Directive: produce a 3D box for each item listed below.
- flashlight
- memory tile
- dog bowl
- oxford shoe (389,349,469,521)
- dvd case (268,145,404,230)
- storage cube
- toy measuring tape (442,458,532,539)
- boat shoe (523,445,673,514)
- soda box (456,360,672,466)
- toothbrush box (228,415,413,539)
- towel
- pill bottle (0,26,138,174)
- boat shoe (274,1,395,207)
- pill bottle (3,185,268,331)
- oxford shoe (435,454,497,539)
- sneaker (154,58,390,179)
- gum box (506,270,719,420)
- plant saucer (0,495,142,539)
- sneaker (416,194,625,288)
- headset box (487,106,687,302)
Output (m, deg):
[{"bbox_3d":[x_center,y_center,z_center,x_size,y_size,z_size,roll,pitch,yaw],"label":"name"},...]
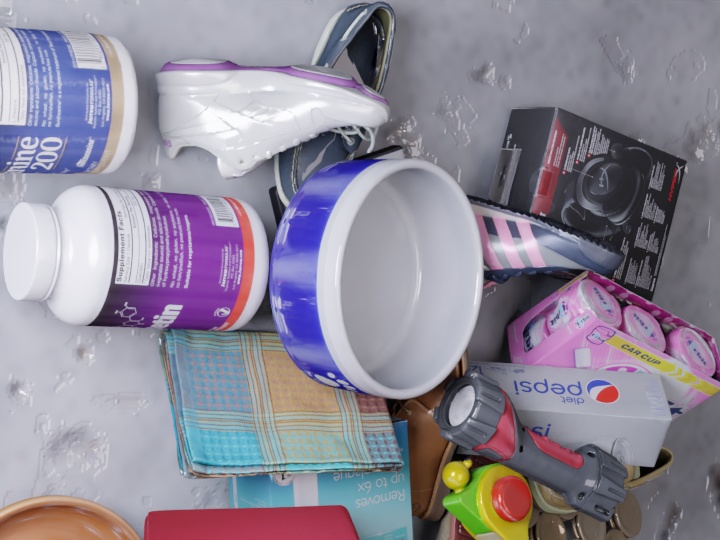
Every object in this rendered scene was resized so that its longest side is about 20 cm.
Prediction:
[{"bbox_3d":[0.160,0.158,1.423,0.199,0.068,0.068,27,108,-29],"label":"flashlight"},{"bbox_3d":[0.213,0.240,1.563,0.200,0.017,0.154,49,45,-26],"label":"memory tile"},{"bbox_3d":[0.017,0.006,1.327,0.199,0.078,0.201,-6,97,-49],"label":"dog bowl"},{"bbox_3d":[0.056,0.135,1.449,0.071,0.071,0.201,8,98,-17],"label":"oxford shoe"},{"bbox_3d":[0.000,0.000,1.437,0.142,0.018,0.201,-21,106,-30],"label":"dvd case"},{"bbox_3d":[-0.087,0.292,1.242,0.199,0.180,0.172,-1,97,-7],"label":"storage cube"},{"bbox_3d":[0.150,0.238,1.453,0.200,0.073,0.074,44,72,-18],"label":"toy measuring tape"},{"bbox_3d":[0.240,0.192,1.540,0.199,0.076,0.072,-8,82,-50],"label":"boat shoe"},{"bbox_3d":[0.189,0.137,1.487,0.199,0.064,0.069,5,129,-9],"label":"soda box"},{"bbox_3d":[-0.034,0.236,1.399,0.146,0.085,0.201,-7,99,-31],"label":"toothbrush box"},{"bbox_3d":[-0.068,0.111,1.340,0.199,0.022,0.147,2,51,-24],"label":"towel"},{"bbox_3d":[-0.280,-0.130,1.194,0.199,0.111,0.112,-1,95,-32],"label":"pill bottle"},{"bbox_3d":[-0.017,-0.145,1.380,0.075,0.062,0.201,30,74,-24],"label":"boat shoe"},{"bbox_3d":[-0.181,-0.009,1.267,0.199,0.112,0.113,3,93,-32],"label":"pill bottle"},{"bbox_3d":[0.090,0.259,1.493,0.070,0.075,0.201,33,57,-26],"label":"oxford shoe"},{"bbox_3d":[-0.074,-0.125,1.318,0.199,0.075,0.100,4,102,6],"label":"sneaker"},{"bbox_3d":[0.248,0.083,1.537,0.199,0.113,0.066,26,41,-31],"label":"gum box"},{"bbox_3d":[-0.263,0.282,1.287,0.199,0.037,0.202,-4,98,-32],"label":"plant saucer"},{"bbox_3d":[0.138,-0.015,1.427,0.070,0.199,0.083,-10,116,-73],"label":"sneaker"},{"bbox_3d":[0.210,-0.066,1.530,0.199,0.077,0.150,16,86,-31],"label":"headset box"}]
